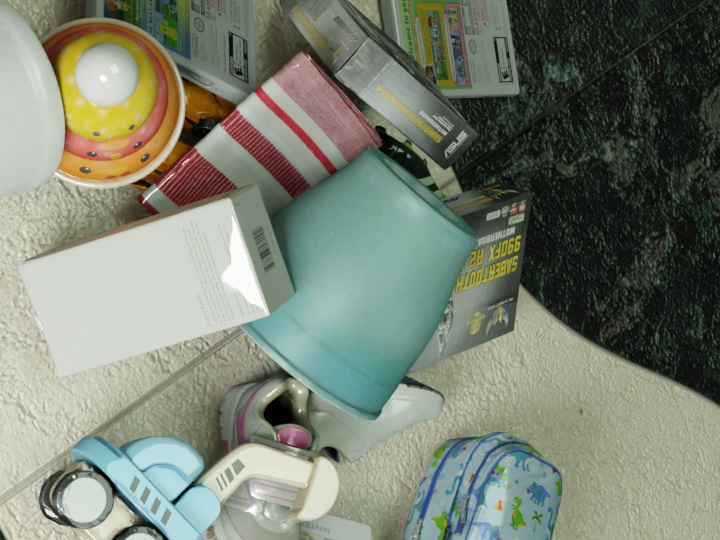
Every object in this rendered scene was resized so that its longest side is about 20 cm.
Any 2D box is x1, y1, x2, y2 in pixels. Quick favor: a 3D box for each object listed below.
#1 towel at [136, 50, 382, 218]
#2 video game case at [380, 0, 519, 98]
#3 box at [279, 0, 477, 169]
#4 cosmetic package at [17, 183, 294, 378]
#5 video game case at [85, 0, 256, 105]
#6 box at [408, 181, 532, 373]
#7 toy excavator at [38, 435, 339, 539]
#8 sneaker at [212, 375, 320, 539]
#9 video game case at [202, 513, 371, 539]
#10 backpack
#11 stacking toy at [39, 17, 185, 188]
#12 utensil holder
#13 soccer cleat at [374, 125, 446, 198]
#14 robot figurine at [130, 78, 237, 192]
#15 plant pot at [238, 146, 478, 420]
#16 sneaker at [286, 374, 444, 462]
[{"bbox_3d":[-0.088,-0.093,1.573,0.200,0.023,0.144,-41,137,5],"label":"towel"},{"bbox_3d":[0.092,-0.286,1.877,0.182,0.022,0.200,-7,88,-43],"label":"video game case"},{"bbox_3d":[0.015,-0.197,1.676,0.158,0.200,0.048,37,101,-32],"label":"box"},{"bbox_3d":[-0.171,0.008,1.458,0.085,0.200,0.108,-42,116,-72],"label":"cosmetic package"},{"bbox_3d":[-0.173,-0.265,1.591,0.182,0.022,0.200,24,49,-37],"label":"video game case"},{"bbox_3d":[0.091,0.006,1.753,0.200,0.048,0.159,-17,120,-48],"label":"box"},{"bbox_3d":[-0.141,0.185,1.465,0.194,0.100,0.200,47,73,-7],"label":"toy excavator"},{"bbox_3d":[-0.082,0.178,1.557,0.081,0.088,0.200,12,56,-30],"label":"sneaker"},{"bbox_3d":[-0.069,0.300,1.558,0.182,0.023,0.200,19,50,-25],"label":"video game case"},{"bbox_3d":[0.122,0.262,1.742,0.163,0.154,0.200,31,50,-27],"label":"backpack"},{"bbox_3d":[-0.210,-0.145,1.390,0.146,0.200,0.146,0,88,-8],"label":"stacking toy"},{"bbox_3d":[-0.360,-0.112,1.338,0.200,0.170,0.170,-27,101,-39],"label":"utensil holder"},{"bbox_3d":[0.044,-0.071,1.767,0.200,0.067,0.081,44,57,-31],"label":"soccer cleat"},{"bbox_3d":[-0.194,-0.134,1.565,0.200,0.058,0.145,26,65,-37],"label":"robot figurine"},{"bbox_3d":[0.000,0.000,1.562,0.200,0.200,0.188,36,99,-32],"label":"plant pot"},{"bbox_3d":[0.000,0.142,1.698,0.200,0.074,0.087,1,99,-40],"label":"sneaker"}]
